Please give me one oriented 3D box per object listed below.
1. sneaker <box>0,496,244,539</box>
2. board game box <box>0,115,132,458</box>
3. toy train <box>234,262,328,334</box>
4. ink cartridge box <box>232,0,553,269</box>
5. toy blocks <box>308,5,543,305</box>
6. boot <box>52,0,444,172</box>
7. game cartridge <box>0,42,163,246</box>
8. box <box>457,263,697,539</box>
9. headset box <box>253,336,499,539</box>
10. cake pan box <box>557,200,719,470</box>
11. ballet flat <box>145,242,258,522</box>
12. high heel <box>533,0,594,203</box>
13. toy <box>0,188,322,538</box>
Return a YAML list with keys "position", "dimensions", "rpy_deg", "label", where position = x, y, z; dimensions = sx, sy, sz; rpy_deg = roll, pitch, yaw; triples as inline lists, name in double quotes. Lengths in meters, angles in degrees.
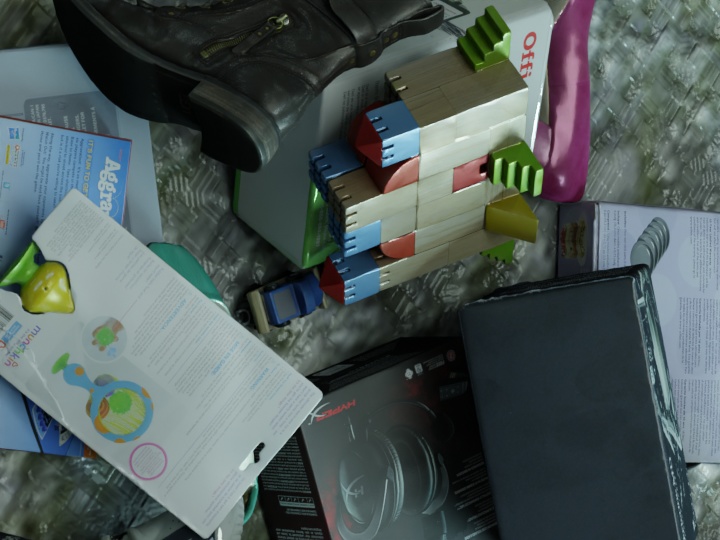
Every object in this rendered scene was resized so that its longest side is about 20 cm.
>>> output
- position: [-0.173, 0.183, 1.615]
  dimensions: [0.199, 0.080, 0.130]
  rpy_deg: [-46, 114, 4]
  label: "sneaker"
- position: [-0.198, 0.011, 1.613]
  dimensions: [0.103, 0.019, 0.201]
  rpy_deg: [9, 84, -33]
  label: "board game box"
- position: [0.000, 0.000, 1.781]
  dimensions: [0.200, 0.046, 0.034]
  rpy_deg: [-23, 102, -34]
  label: "toy train"
- position: [0.021, -0.106, 1.741]
  dimensions: [0.199, 0.084, 0.146]
  rpy_deg: [-21, 133, -35]
  label: "ink cartridge box"
- position: [0.031, -0.060, 1.651]
  dimensions: [0.136, 0.100, 0.200]
  rpy_deg: [-21, 146, -16]
  label: "toy blocks"
- position: [-0.070, -0.159, 1.626]
  dimensions: [0.174, 0.200, 0.069]
  rpy_deg: [-47, 159, -26]
  label: "boot"
- position: [-0.190, -0.042, 1.652]
  dimensions: [0.133, 0.040, 0.201]
  rpy_deg: [-9, 94, -39]
  label: "game cartridge"
- position: [0.150, 0.105, 1.771]
  dimensions: [0.197, 0.123, 0.201]
  rpy_deg: [-16, 96, -79]
  label: "box"
- position: [0.017, 0.161, 1.773]
  dimensions: [0.148, 0.077, 0.201]
  rpy_deg: [-20, 99, -34]
  label: "headset box"
- position: [0.227, 0.052, 1.942]
  dimensions: [0.184, 0.052, 0.201]
  rpy_deg: [1, 88, -34]
  label: "cake pan box"
- position: [-0.096, 0.076, 1.667]
  dimensions: [0.067, 0.070, 0.201]
  rpy_deg: [-27, 120, -40]
  label: "ballet flat"
- position: [0.151, -0.151, 1.882]
  dimensions: [0.096, 0.067, 0.201]
  rpy_deg: [27, 71, -38]
  label: "high heel"
- position: [-0.136, 0.055, 1.601]
  dimensions: [0.200, 0.047, 0.115]
  rpy_deg: [40, 88, -14]
  label: "toy"
